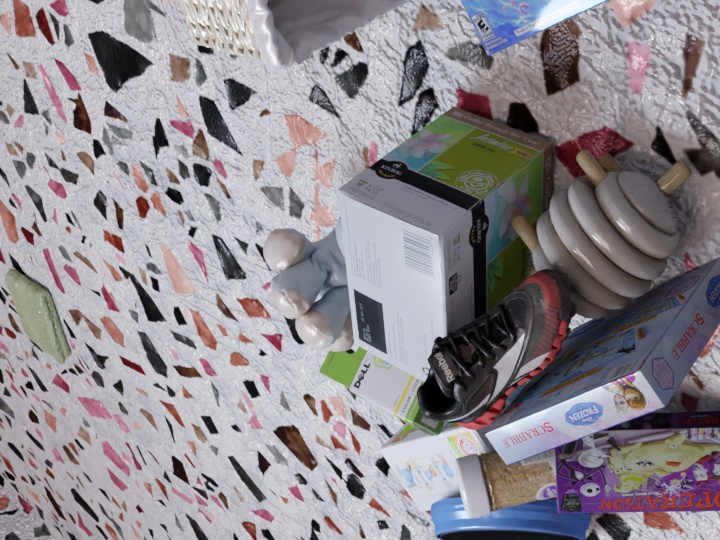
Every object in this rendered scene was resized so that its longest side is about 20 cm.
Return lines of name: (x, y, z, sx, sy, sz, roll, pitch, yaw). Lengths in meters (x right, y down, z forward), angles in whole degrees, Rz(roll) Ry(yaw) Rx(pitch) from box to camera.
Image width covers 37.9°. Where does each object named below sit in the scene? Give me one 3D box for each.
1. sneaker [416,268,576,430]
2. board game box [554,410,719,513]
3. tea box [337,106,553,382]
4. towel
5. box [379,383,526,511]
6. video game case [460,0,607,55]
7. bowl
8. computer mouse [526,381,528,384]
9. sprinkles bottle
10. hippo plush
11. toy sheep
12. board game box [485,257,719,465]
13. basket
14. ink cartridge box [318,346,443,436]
sneaker: (0.119, 0.077, 0.970, 0.201, 0.097, 0.071, -55, 47, 35)
board game box: (0.301, 0.201, 1.090, 0.196, 0.033, 0.121, -4, 128, 10)
tea box: (0.093, -0.026, 1.084, 0.132, 0.196, 0.202, 24, 138, 33)
towel: (-0.695, 0.101, 2.257, 0.147, 0.036, 0.203, 26, 137, 32)
box: (0.136, 0.219, 1.317, 0.102, 0.112, 0.199, 56, 145, -5)
video game case: (0.146, -0.306, 0.916, 0.199, 0.045, 0.183, -15, 107, 54)
bowl: (0.184, 0.314, 1.295, 0.197, 0.040, 0.201, 3, 159, 1)
computer mouse: (0.228, 0.099, 1.174, 0.197, 0.046, 0.143, 9, 105, 36)
sprinkles bottle: (0.206, 0.221, 1.172, 0.068, 0.196, 0.070, -14, -90, -88)
hippo plush: (0.000, 0.000, 1.255, 0.159, 0.199, 0.162, -24, 81, 27)
toy sheep: (0.228, -0.033, 0.985, 0.138, 0.137, 0.200, 47, 123, 8)
board game box: (0.238, 0.087, 0.989, 0.041, 0.199, 0.199, 53, 138, -3)
basket: (-0.081, -0.330, 1.028, 0.159, 0.199, 0.201, 17, 131, 43)
ink cartridge box: (0.034, 0.091, 1.286, 0.198, 0.150, 0.076, 22, 173, 35)
